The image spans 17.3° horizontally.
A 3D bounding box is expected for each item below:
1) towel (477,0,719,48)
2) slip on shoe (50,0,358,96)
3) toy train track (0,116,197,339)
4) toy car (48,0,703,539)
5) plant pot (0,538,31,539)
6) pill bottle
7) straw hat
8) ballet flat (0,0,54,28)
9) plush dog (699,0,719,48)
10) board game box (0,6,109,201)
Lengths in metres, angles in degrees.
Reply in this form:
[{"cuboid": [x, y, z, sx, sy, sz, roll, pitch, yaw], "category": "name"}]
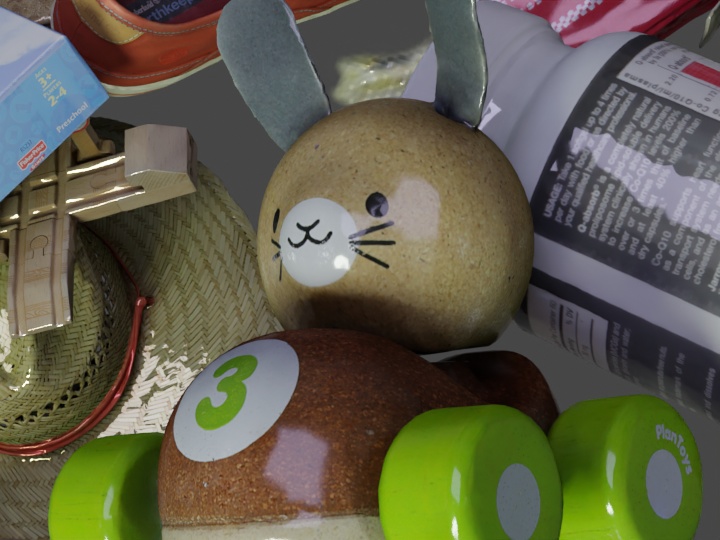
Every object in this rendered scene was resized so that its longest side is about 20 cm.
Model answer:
[{"cuboid": [0.074, -0.177, 0.917, 0.145, 0.022, 0.200, -34, 83, -5], "category": "towel"}, {"cuboid": [-0.023, -0.131, 0.862, 0.200, 0.061, 0.074, -32, 81, -18], "category": "slip on shoe"}, {"cuboid": [-0.157, -0.020, 0.847, 0.200, 0.033, 0.115, -15, 47, 12], "category": "toy train track"}, {"cuboid": [0.000, 0.000, 0.752, 0.164, 0.158, 0.200, -7, 85, 38], "category": "toy car"}, {"cuboid": [-0.117, 0.200, 0.803, 0.200, 0.093, 0.201, -5, 66, 11], "category": "plant pot"}, {"cuboid": [0.113, -0.015, 0.824, 0.200, 0.116, 0.116, 26, 76, 21], "category": "pill bottle"}, {"cuboid": [-0.129, 0.016, 0.885, 0.201, 0.085, 0.201, -5, 67, 11], "category": "straw hat"}, {"cuboid": [-0.155, -0.088, 0.928, 0.200, 0.071, 0.065, -21, 71, 14], "category": "ballet flat"}, {"cuboid": [0.230, -0.107, 0.825, 0.172, 0.200, 0.161, 19, 107, 29], "category": "plush dog"}, {"cuboid": [-0.202, -0.048, 0.856, 0.151, 0.037, 0.200, -46, 42, -16], "category": "board game box"}]
